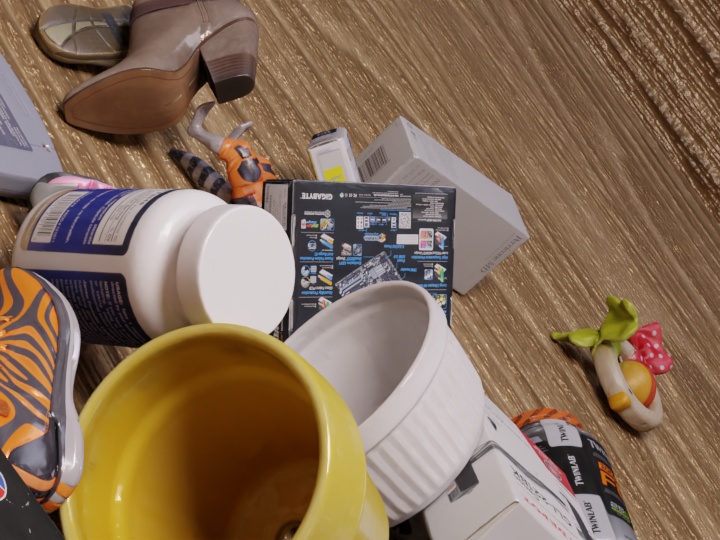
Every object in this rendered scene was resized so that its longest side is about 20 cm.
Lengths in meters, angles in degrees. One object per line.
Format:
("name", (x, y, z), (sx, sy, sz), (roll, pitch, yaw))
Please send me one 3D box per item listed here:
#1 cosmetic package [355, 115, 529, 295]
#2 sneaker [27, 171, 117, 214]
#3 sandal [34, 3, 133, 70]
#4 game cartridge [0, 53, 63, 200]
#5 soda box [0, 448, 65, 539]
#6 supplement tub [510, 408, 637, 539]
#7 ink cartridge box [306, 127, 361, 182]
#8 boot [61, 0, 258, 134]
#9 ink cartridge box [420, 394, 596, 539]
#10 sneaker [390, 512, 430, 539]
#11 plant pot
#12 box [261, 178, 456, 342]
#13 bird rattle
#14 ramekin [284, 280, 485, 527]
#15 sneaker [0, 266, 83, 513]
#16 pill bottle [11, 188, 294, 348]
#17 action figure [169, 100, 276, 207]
("cosmetic package", (0.081, -0.070, 2.063), (0.199, 0.113, 0.081), (31, 26, -35))
("sneaker", (-0.203, -0.037, 1.507), (0.200, 0.079, 0.095), (28, 10, -48))
("sandal", (-0.233, -0.211, 1.764), (0.199, 0.054, 0.081), (-2, 56, -46))
("game cartridge", (-0.318, -0.140, 1.483), (0.133, 0.041, 0.201), (5, 48, -57))
("soda box", (-0.264, 0.113, 1.104), (0.200, 0.063, 0.071), (52, 21, 10))
("supplement tub", (0.188, 0.230, 1.733), (0.122, 0.122, 0.201), (35, 25, -31))
("ink cartridge box", (-0.005, -0.037, 1.814), (0.198, 0.047, 0.201), (-101, 176, -83))
("boot", (-0.188, -0.201, 1.698), (0.199, 0.071, 0.147), (-9, 45, -16))
("ink cartridge box", (0.117, 0.199, 1.481), (0.144, 0.084, 0.200), (44, 12, -24))
("sneaker", (0.047, 0.171, 1.650), (0.083, 0.080, 0.201), (47, 25, -47))
("plant pot", (-0.074, 0.162, 1.252), (0.201, 0.200, 0.189), (62, 8, 32))
("box", (0.000, 0.000, 1.657), (0.199, 0.046, 0.160), (-1, 93, -41))
("bird rattle", (0.323, 0.128, 2.281), (0.200, 0.112, 0.164), (44, 28, -51))
("ramekin", (0.007, 0.115, 1.472), (0.105, 0.200, 0.201), (48, 19, -26))
("sneaker", (-0.246, 0.059, 1.216), (0.112, 0.077, 0.201), (31, 27, -41))
("pill bottle", (-0.149, -0.001, 1.323), (0.115, 0.199, 0.117), (-4, 95, -47))
("action figure", (-0.092, -0.052, 1.753), (0.194, 0.104, 0.200), (62, -2, 13))
